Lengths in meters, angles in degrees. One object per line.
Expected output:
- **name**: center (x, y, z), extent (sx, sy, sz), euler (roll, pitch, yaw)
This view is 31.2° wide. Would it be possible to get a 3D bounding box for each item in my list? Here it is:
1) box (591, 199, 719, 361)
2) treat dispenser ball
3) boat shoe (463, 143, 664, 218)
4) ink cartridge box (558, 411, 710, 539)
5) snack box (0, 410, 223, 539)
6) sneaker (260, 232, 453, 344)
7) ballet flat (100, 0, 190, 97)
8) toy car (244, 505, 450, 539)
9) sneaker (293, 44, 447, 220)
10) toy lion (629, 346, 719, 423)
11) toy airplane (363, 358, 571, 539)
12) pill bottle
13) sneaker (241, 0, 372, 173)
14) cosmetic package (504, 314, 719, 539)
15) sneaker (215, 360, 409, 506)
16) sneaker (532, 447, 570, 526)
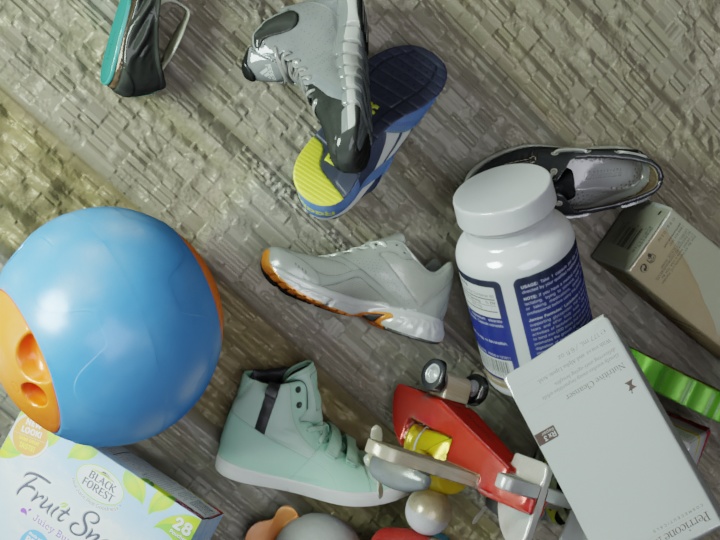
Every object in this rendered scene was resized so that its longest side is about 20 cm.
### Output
- **box**: center (0.341, 0.019, 1.301), extent (0.199, 0.095, 0.078), euler (37, 90, -16)
- **treat dispenser ball**: center (-0.216, 0.048, 1.102), extent (0.198, 0.201, 0.204), euler (-2, 100, -14)
- **boat shoe**: center (0.200, -0.085, 1.263), extent (0.197, 0.060, 0.075), euler (-3, 102, -14)
- **ink cartridge box**: center (0.270, 0.211, 1.255), extent (0.083, 0.200, 0.147), euler (22, 94, 20)
- **snack box**: center (-0.249, 0.239, 1.151), extent (0.198, 0.068, 0.170), euler (30, 92, 13)
- **sneaker**: center (0.000, 0.000, 1.226), extent (0.198, 0.076, 0.093), euler (19, 86, -24)
- **ballet flat**: center (-0.182, -0.252, 1.137), extent (0.067, 0.068, 0.203), euler (5, 108, -25)
- **toy car**: center (-0.026, 0.310, 1.239), extent (0.198, 0.184, 0.179), euler (21, 95, 13)
- **sneaker**: center (0.006, -0.128, 1.204), extent (0.074, 0.082, 0.200), euler (37, 71, 13)
- **toy lion**: center (0.351, 0.131, 1.294), extent (0.199, 0.190, 0.069), euler (22, 94, -57)
- **toy airplane**: center (0.097, 0.193, 1.193), extent (0.199, 0.199, 0.142), euler (35, 102, 3)
- **pill bottle**: center (0.153, 0.010, 1.216), extent (0.114, 0.116, 0.202), euler (-22, 119, -10)
- **sneaker**: center (-0.049, -0.162, 1.143), extent (0.114, 0.202, 0.075), euler (-5, 143, 6)
- **cosmetic package**: center (0.222, 0.157, 1.126), extent (0.112, 0.081, 0.202), euler (-33, 70, 11)
- **sneaker**: center (-0.031, 0.153, 1.232), extent (0.197, 0.074, 0.120), euler (11, 103, -14)
- **sneaker**: center (0.223, 0.162, 1.302), extent (0.074, 0.076, 0.203), euler (6, 97, -14)
